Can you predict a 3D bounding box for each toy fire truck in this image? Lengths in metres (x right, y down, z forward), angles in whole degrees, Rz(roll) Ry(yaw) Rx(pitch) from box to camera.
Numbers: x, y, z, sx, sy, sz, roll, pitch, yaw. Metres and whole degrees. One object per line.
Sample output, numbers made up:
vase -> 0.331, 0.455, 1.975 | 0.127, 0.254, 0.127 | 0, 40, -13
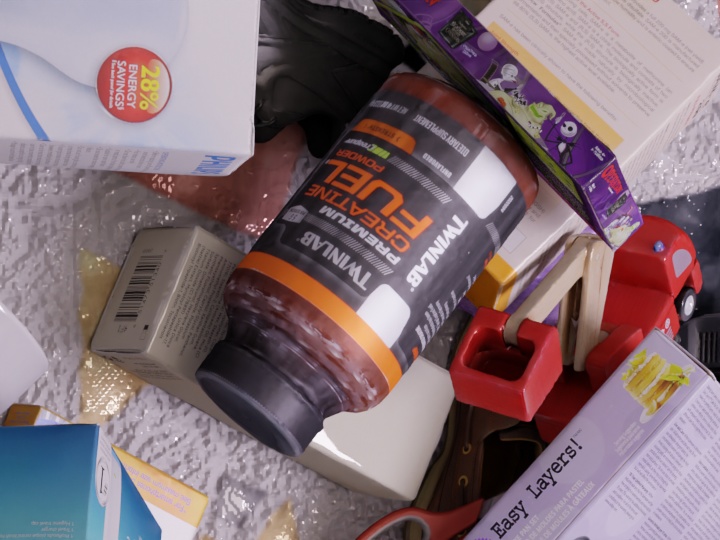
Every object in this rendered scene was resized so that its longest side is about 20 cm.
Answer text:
toy fire truck -> 0.129, 0.028, 1.381 | 0.201, 0.048, 0.141 | -57, 145, -30

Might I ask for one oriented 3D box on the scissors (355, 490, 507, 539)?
scissors -> 0.075, 0.134, 1.394 | 0.200, 0.014, 0.073 | -41, 88, -8

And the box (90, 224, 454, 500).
box -> -0.046, 0.053, 1.355 | 0.199, 0.068, 0.083 | 32, 72, -30

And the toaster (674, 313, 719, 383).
toaster -> 0.269, 0.123, 1.544 | 0.128, 0.113, 0.202 | 6, 84, -36

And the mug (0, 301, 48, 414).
mug -> -0.269, 0.049, 1.184 | 0.153, 0.186, 0.150 | -52, 149, -14

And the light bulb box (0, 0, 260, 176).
light bulb box -> -0.151, -0.154, 1.215 | 0.198, 0.125, 0.200 | 3, 88, -9

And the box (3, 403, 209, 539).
box -> -0.170, 0.186, 1.285 | 0.119, 0.041, 0.201 | 31, 70, -30

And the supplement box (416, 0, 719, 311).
supplement box -> 0.102, -0.088, 1.403 | 0.126, 0.074, 0.200 | 44, 75, 12

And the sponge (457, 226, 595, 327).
sponge -> 0.103, -0.063, 1.451 | 0.111, 0.030, 0.201 | 27, 72, 4

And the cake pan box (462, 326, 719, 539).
cake pan box -> 0.152, 0.144, 1.394 | 0.184, 0.052, 0.200 | -47, 149, 1

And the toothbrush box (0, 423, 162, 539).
toothbrush box -> -0.154, 0.192, 1.146 | 0.147, 0.085, 0.201 | 73, 18, -62

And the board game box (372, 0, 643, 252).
board game box -> 0.070, -0.101, 1.298 | 0.032, 0.120, 0.200 | -41, 70, -4

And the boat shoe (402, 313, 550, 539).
boat shoe -> 0.089, 0.094, 1.447 | 0.072, 0.067, 0.201 | 26, 75, -31

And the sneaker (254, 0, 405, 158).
sneaker -> -0.065, -0.123, 1.346 | 0.199, 0.076, 0.091 | 22, 83, -30

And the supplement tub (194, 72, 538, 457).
supplement tub -> 0.000, 0.000, 1.276 | 0.107, 0.107, 0.200 | 45, 73, -25
